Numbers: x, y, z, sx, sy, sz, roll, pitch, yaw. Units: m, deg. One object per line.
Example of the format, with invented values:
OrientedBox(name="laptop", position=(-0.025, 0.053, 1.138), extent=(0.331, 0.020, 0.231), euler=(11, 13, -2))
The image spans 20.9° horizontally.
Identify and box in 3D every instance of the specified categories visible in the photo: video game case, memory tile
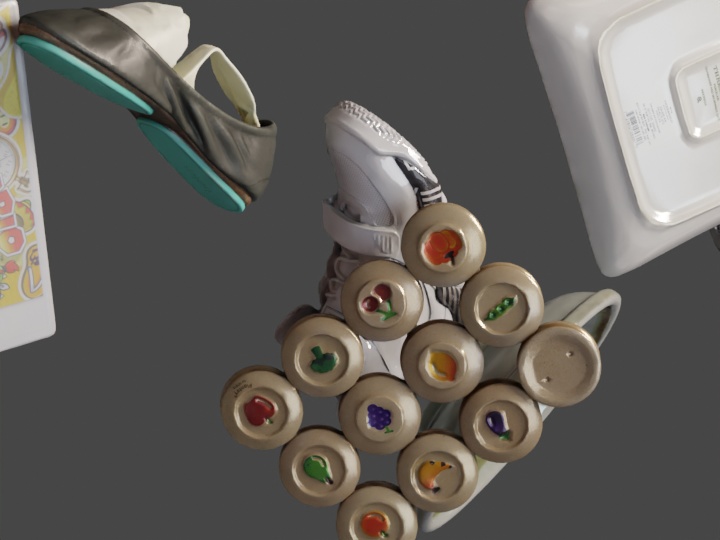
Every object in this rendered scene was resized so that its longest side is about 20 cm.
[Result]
OrientedBox(name="video game case", position=(-0.255, -0.032, 1.030), extent=(0.182, 0.023, 0.201), euler=(-18, 118, -29))
OrientedBox(name="memory tile", position=(0.030, 0.070, 1.162), extent=(0.200, 0.017, 0.153), euler=(-42, 98, 11))

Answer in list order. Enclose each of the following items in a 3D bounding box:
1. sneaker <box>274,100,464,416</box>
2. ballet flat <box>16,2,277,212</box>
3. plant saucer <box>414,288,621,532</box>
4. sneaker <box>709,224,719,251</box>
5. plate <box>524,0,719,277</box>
OrientedBox(name="sneaker", position=(0.000, 0.000, 1.194), extent=(0.115, 0.075, 0.200), euler=(-39, 129, -18))
OrientedBox(name="ballet flat", position=(-0.112, -0.106, 1.081), extent=(0.200, 0.068, 0.069), euler=(41, 73, -50))
OrientedBox(name="plant saucer", position=(0.089, 0.080, 1.274), extent=(0.200, 0.050, 0.200), euler=(-46, 165, -16))
OrientedBox(name="sneaker", position=(0.215, -0.084, 1.327), extent=(0.082, 0.075, 0.200), euler=(-34, 116, -9))
OrientedBox(name="plate", position=(0.220, -0.116, 1.259), extent=(0.200, 0.032, 0.200), euler=(-25, 112, -13))
